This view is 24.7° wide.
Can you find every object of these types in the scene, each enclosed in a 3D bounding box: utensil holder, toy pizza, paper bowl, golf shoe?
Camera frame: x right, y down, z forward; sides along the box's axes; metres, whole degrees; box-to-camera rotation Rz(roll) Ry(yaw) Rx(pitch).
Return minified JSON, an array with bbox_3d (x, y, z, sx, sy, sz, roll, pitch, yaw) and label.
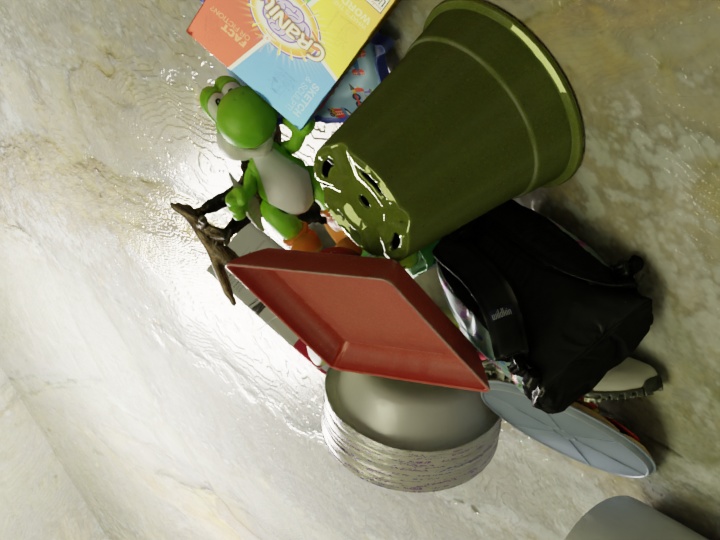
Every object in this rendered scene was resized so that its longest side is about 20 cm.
[{"bbox_3d":[0.313,0.341,1.668,0.199,0.170,0.171,30,148,44],"label":"utensil holder"},{"bbox_3d":[0.215,0.155,1.686,0.199,0.032,0.200,26,166,7],"label":"toy pizza"},{"bbox_3d":[0.058,0.138,1.792,0.200,0.200,0.105,33,134,34],"label":"paper bowl"},{"bbox_3d":[0.202,0.075,1.606,0.199,0.077,0.089,13,102,28],"label":"golf shoe"}]

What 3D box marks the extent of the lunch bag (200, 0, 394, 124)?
[{"bbox_3d":[-0.043,-0.226,1.639,0.199,0.094,0.152,8,129,40],"label":"lunch bag"}]

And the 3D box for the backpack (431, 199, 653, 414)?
[{"bbox_3d":[0.156,0.028,1.540,0.200,0.166,0.127,43,160,32],"label":"backpack"}]

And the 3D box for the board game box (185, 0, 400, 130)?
[{"bbox_3d":[-0.059,-0.250,1.548,0.153,0.040,0.200,40,132,0],"label":"board game box"}]

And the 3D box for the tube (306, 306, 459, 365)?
[{"bbox_3d":[0.042,0.063,1.746,0.058,0.198,0.052,-133,41,-54],"label":"tube"}]

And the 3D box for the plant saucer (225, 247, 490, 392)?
[{"bbox_3d":[0.004,0.040,1.524,0.198,0.037,0.200,5,152,39],"label":"plant saucer"}]

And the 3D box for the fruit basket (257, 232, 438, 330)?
[{"bbox_3d":[0.000,0.000,1.707,0.094,0.200,0.185,52,154,-2],"label":"fruit basket"}]

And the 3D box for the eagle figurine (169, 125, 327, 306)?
[{"bbox_3d":[-0.107,-0.088,1.783,0.151,0.200,0.153,34,146,32],"label":"eagle figurine"}]

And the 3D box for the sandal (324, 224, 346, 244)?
[{"bbox_3d":[0.015,0.023,1.877,0.207,0.059,0.079,54,155,-3],"label":"sandal"}]

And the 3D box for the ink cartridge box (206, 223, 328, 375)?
[{"bbox_3d":[-0.071,0.044,1.966,0.200,0.084,0.145,41,180,23],"label":"ink cartridge box"}]

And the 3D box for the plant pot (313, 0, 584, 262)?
[{"bbox_3d":[0.063,-0.110,1.467,0.200,0.190,0.201,40,153,26],"label":"plant pot"}]

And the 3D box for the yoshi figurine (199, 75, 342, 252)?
[{"bbox_3d":[-0.087,-0.108,1.644,0.112,0.112,0.200,-31,102,41],"label":"yoshi figurine"}]
